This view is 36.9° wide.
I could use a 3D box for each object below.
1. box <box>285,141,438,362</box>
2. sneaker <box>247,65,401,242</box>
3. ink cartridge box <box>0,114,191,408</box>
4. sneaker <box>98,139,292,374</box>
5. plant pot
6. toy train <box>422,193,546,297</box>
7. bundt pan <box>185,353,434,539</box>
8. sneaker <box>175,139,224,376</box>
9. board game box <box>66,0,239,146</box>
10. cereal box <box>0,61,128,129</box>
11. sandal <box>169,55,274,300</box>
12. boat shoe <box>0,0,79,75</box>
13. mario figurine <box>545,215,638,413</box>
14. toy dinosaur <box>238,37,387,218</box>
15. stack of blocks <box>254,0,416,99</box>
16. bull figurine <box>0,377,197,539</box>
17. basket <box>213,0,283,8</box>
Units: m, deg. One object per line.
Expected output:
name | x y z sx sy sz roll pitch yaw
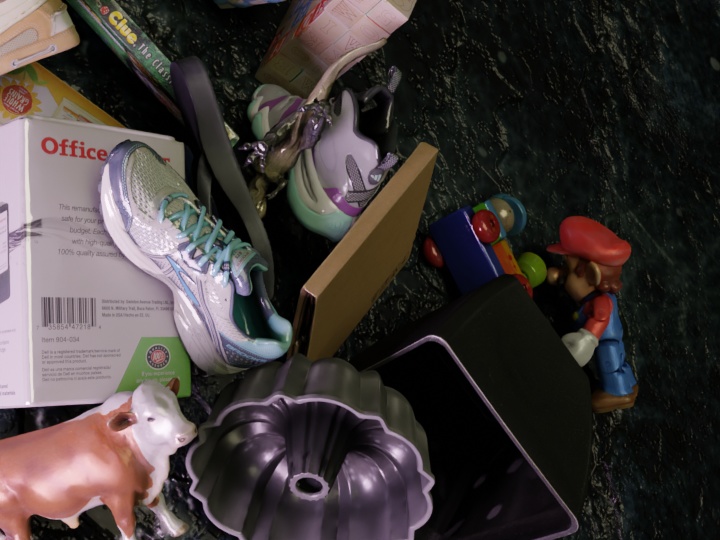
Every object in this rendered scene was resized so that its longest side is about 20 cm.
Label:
box | 0.000 0.000 0.958 0.021 0.164 0.200 30 55 13
sneaker | -0.019 -0.135 0.960 0.077 0.140 0.201 23 29 -46
ink cartridge box | -0.209 -0.002 0.814 0.144 0.083 0.204 4 81 -47
sneaker | -0.112 -0.014 0.796 0.078 0.085 0.201 -53 123 -40
plant pot | 0.094 0.122 0.970 0.200 0.199 0.177 53 41 -8
toy train | 0.156 0.021 1.107 0.115 0.084 0.202 -29 93 -50
bundt pan | -0.037 0.146 0.871 0.201 0.202 0.076 34 35 -19
sneaker | -0.135 -0.014 0.932 0.089 0.078 0.203 -13 86 -49
board game box | -0.183 -0.177 0.924 0.023 0.105 0.200 -43 102 -6
cereal box | -0.274 -0.061 0.863 0.143 0.039 0.202 37 59 -21
sandal | -0.119 -0.067 0.862 0.042 0.076 0.203 -21 94 -19
boat shoe | -0.303 -0.144 0.809 0.077 0.198 0.072 60 9 -28
mario figurine | 0.234 0.044 1.143 0.104 0.123 0.203 -11 93 -15
toy dinosaur | -0.051 -0.112 0.869 0.047 0.201 0.088 38 12 0
stack of blocks | -0.012 -0.244 0.997 0.058 0.199 0.116 33 61 -19
bull figurine | -0.191 0.149 0.768 0.065 0.197 0.123 -49 123 -70
basket | -0.123 -0.352 0.983 0.178 0.137 0.201 -61 140 -31
